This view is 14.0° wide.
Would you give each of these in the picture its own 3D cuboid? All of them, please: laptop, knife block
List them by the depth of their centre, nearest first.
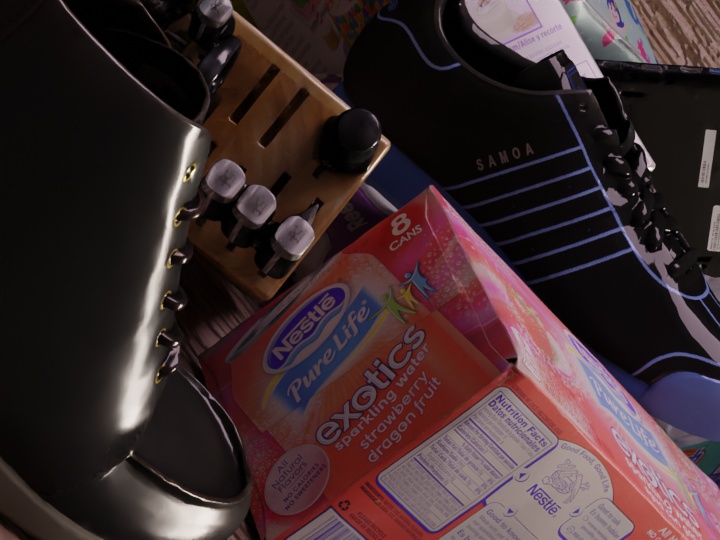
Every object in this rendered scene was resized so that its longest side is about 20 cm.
[{"bbox_3d":[-0.027,-0.027,0.921,0.175,0.064,0.200,38,-3,43],"label":"knife block"},{"bbox_3d":[0.099,-0.054,1.279,0.178,0.199,0.104,90,6,-46],"label":"laptop"}]

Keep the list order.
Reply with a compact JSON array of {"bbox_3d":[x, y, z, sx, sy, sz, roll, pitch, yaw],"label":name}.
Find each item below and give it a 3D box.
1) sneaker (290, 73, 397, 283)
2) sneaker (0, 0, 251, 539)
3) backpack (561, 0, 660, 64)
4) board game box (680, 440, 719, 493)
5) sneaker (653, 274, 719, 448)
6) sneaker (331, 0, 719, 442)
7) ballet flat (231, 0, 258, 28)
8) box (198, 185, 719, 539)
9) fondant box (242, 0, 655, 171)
[{"bbox_3d":[0.000,0.000,1.132,0.200,0.075,0.100,-114,-175,-50],"label":"sneaker"},{"bbox_3d":[-0.059,0.005,0.727,0.200,0.106,0.075,40,18,-50],"label":"sneaker"},{"bbox_3d":[0.052,-0.138,1.525,0.177,0.150,0.200,39,14,-49],"label":"backpack"},{"bbox_3d":[0.167,0.159,1.150,0.200,0.045,0.152,53,-29,-9],"label":"board game box"},{"bbox_3d":[0.168,0.089,1.208,0.200,0.078,0.100,52,-17,29],"label":"sneaker"},{"bbox_3d":[0.078,-0.024,1.048,0.200,0.078,0.070,39,20,3],"label":"sneaker"},{"bbox_3d":[-0.019,-0.121,1.330,0.067,0.067,0.200,24,-9,31],"label":"ballet flat"},{"bbox_3d":[0.050,0.080,0.971,0.200,0.102,0.095,44,16,-40],"label":"box"},{"bbox_3d":[0.023,-0.093,1.191,0.201,0.058,0.144,60,-25,7],"label":"fondant box"}]
